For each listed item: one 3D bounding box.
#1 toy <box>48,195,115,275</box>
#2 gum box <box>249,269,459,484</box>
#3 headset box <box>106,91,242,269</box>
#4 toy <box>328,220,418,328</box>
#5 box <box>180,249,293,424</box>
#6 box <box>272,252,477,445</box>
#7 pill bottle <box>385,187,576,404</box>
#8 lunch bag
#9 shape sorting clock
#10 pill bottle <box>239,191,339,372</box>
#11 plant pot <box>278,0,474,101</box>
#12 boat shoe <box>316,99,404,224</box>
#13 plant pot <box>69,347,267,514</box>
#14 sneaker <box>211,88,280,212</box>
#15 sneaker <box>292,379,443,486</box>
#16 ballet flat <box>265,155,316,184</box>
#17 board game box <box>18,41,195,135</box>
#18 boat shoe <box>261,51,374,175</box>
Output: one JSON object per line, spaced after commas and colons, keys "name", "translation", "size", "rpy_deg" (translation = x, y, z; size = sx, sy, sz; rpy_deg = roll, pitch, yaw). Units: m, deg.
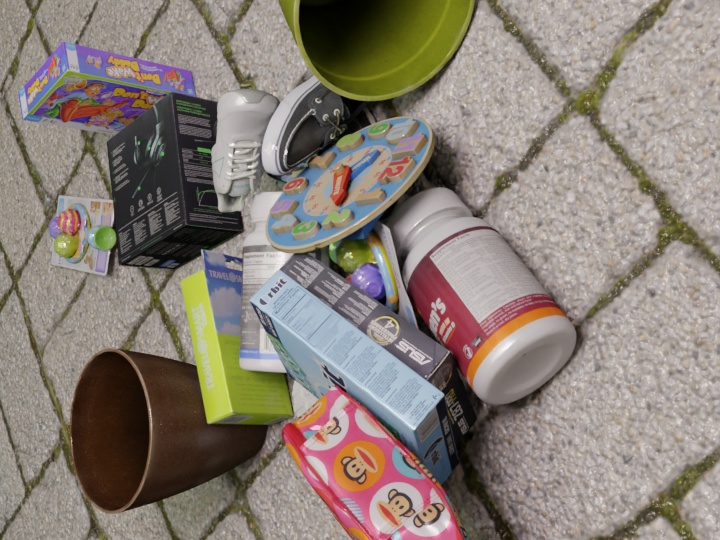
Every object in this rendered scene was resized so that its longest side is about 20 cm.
{"name": "toy", "translation": [-0.455, -0.060, 1.583], "size": [0.199, 0.047, 0.116], "rpy_deg": [8, 91, 46]}
{"name": "gum box", "translation": [-0.003, 0.106, 0.933], "size": [0.200, 0.170, 0.045], "rpy_deg": [36, 72, 26]}
{"name": "headset box", "translation": [-0.257, -0.123, 1.359], "size": [0.174, 0.092, 0.201], "rpy_deg": [-25, 69, 43]}
{"name": "toy", "translation": [0.000, 0.000, 1.028], "size": [0.200, 0.047, 0.116], "rpy_deg": [-135, 26, -72]}
{"name": "box", "translation": [-0.150, 0.083, 1.206], "size": [0.047, 0.122, 0.201], "rpy_deg": [-24, 70, 28]}
{"name": "box", "translation": [0.017, 0.079, 0.990], "size": [0.200, 0.161, 0.049], "rpy_deg": [34, 72, 30]}
{"name": "pill bottle", "translation": [0.107, 0.020, 0.955], "size": [0.110, 0.109, 0.200], "rpy_deg": [-55, 51, 28]}
{"name": "lunch bag", "translation": [0.024, 0.210, 0.881], "size": [0.082, 0.176, 0.200], "rpy_deg": [-38, 57, -11]}
{"name": "shape sorting clock", "translation": [-0.014, -0.091, 1.005], "size": [0.199, 0.039, 0.201], "rpy_deg": [-24, 32, 16]}
{"name": "pill bottle", "translation": [-0.081, 0.014, 1.149], "size": [0.113, 0.113, 0.202], "rpy_deg": [-2, 85, 46]}
{"name": "plant pot", "translation": [-0.010, -0.312, 1.067], "size": [0.201, 0.199, 0.193], "rpy_deg": [-64, 35, 21]}
{"name": "boat shoe", "translation": [-0.018, -0.140, 1.132], "size": [0.072, 0.067, 0.201], "rpy_deg": [-49, 53, 34]}
{"name": "plant pot", "translation": [-0.218, 0.190, 1.215], "size": [0.186, 0.199, 0.188], "rpy_deg": [-6, 82, 46]}
{"name": "sneaker", "translation": [-0.126, -0.129, 1.101], "size": [0.200, 0.070, 0.081], "rpy_deg": [118, 153, -65]}
{"name": "sneaker", "translation": [0.004, 0.170, 1.053], "size": [0.200, 0.080, 0.077], "rpy_deg": [50, 119, 27]}
{"name": "ballet flat", "translation": [-0.096, -0.147, 1.202], "size": [0.200, 0.074, 0.075], "rpy_deg": [27, 106, 44]}
{"name": "board game box", "translation": [-0.350, -0.245, 1.390], "size": [0.134, 0.199, 0.045], "rpy_deg": [-30, 66, 41]}
{"name": "boat shoe", "translation": [-0.036, -0.174, 1.084], "size": [0.056, 0.200, 0.069], "rpy_deg": [16, 141, 26]}
